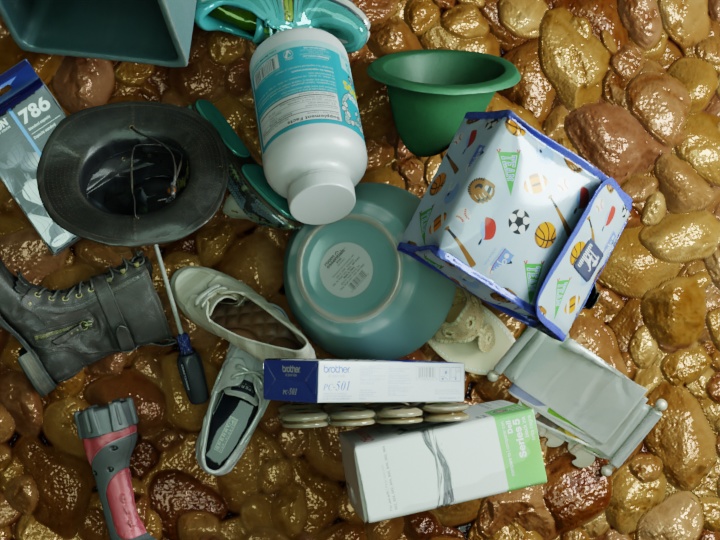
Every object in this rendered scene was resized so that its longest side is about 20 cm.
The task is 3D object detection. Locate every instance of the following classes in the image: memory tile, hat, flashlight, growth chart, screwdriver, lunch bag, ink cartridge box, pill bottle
[{"bbox_3d":[0.011,0.152,1.470,0.198,0.153,0.017,-2,89,-5],"label":"memory tile"},{"bbox_3d":[0.082,-0.137,1.511,0.165,0.200,0.177,18,118,34],"label":"hat"},{"bbox_3d":[-0.255,0.242,1.483,0.067,0.068,0.201,-16,90,-10],"label":"flashlight"},{"bbox_3d":[-0.238,-0.088,1.445,0.199,0.081,0.202,3,61,-5],"label":"hat"},{"bbox_3d":[0.240,0.141,1.536,0.200,0.018,0.145,38,122,-7],"label":"growth chart"},{"bbox_3d":[-0.198,0.054,1.485,0.028,0.029,0.201,-20,112,-20],"label":"screwdriver"},{"bbox_3d":[0.170,-0.043,1.388,0.199,0.124,0.171,32,84,-22],"label":"lunch bag"},{"bbox_3d":[-0.351,-0.126,1.492,0.099,0.039,0.201,-35,93,-6],"label":"ink cartridge box"},{"bbox_3d":[0.006,0.114,1.420,0.199,0.094,0.045,4,86,-40],"label":"ink cartridge box"},{"bbox_3d":[-0.054,-0.149,1.439,0.110,0.111,0.201,-6,58,-7],"label":"pill bottle"},{"bbox_3d":[0.085,0.204,1.486,0.198,0.145,0.085,-11,90,-8],"label":"ink cartridge box"}]

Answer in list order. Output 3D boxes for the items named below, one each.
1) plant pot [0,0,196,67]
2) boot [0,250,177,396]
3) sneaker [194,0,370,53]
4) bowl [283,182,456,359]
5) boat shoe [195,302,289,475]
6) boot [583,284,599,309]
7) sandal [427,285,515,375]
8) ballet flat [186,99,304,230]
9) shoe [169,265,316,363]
[{"bbox_3d":[-0.266,-0.357,1.419,0.194,0.197,0.201,8,66,9],"label":"plant pot"},{"bbox_3d":[-0.308,0.025,1.476,0.173,0.069,0.201,-28,111,-8],"label":"boot"},{"bbox_3d":[-0.089,-0.269,1.498,0.198,0.078,0.080,12,45,0],"label":"sneaker"},{"bbox_3d":[0.000,0.000,1.470,0.199,0.105,0.203,-1,87,12],"label":"bowl"},{"bbox_3d":[-0.125,0.132,1.501,0.073,0.065,0.201,18,86,-6],"label":"boat shoe"},{"bbox_3d":[0.175,-0.027,1.505,0.199,0.138,0.078,35,85,-5],"label":"boot"},{"bbox_3d":[0.094,0.046,1.528,0.211,0.070,0.078,40,84,-5],"label":"sandal"},{"bbox_3d":[-0.135,-0.098,1.480,0.074,0.074,0.200,-35,64,-6],"label":"ballet flat"},{"bbox_3d":[-0.128,0.047,1.476,0.199,0.053,0.070,33,69,20],"label":"shoe"}]
